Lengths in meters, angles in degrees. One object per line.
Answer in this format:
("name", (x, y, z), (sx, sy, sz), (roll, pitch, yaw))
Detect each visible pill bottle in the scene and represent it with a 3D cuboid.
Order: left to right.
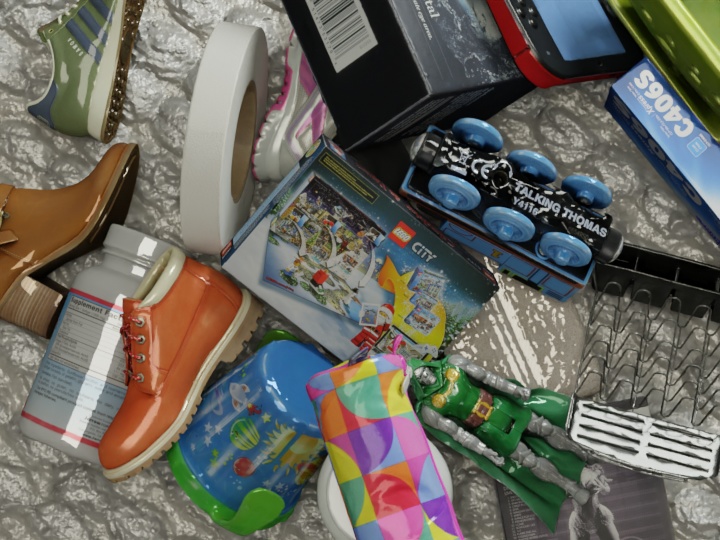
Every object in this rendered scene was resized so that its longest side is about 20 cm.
("pill bottle", (-0.218, 0.067, 1.668), (0.108, 0.109, 0.201), (20, 85, 6))
("pill bottle", (0.022, 0.187, 1.592), (0.113, 0.200, 0.115), (0, 83, 3))

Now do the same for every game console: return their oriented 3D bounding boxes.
("game console", (0.165, -0.244, 1.642), (0.031, 0.199, 0.178), (-27, 82, 34))

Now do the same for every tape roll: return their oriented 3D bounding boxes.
("tape roll", (-0.116, -0.113, 1.635), (0.037, 0.203, 0.205), (9, 84, 4))

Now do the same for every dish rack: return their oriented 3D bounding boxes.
("dish rack", (0.257, 0.081, 1.625), (0.152, 0.055, 0.201), (14, 56, 5))

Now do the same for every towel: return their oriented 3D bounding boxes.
("towel", (0.126, 0.037, 1.673), (0.132, 0.034, 0.201), (-22, 85, -10))

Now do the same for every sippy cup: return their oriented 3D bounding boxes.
("sippy cup", (-0.078, 0.131, 1.613), (0.130, 0.139, 0.179), (-46, 61, 35))

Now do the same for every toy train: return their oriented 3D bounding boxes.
("toy train", (0.125, -0.052, 1.612), (0.199, 0.114, 0.087), (26, 66, -6))

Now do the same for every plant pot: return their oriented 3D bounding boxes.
("plant pot", (0.334, -0.237, 1.620), (0.198, 0.182, 0.201), (-35, 82, -8))

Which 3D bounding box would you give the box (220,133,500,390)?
("box", (0.000, 0.000, 1.598), (0.200, 0.038, 0.137), (39, 102, -18))

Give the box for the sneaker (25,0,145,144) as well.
("sneaker", (-0.252, -0.220, 1.721), (0.089, 0.067, 0.202), (10, 83, 7))

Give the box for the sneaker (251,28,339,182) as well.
("sneaker", (-0.027, -0.165, 1.699), (0.088, 0.081, 0.202), (19, 94, 4))

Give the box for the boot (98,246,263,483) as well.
("boot", (-0.178, 0.078, 1.594), (0.107, 0.075, 0.201), (40, 72, -26))

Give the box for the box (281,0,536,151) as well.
("box", (0.047, -0.227, 1.626), (0.117, 0.199, 0.198), (-29, 81, 42))

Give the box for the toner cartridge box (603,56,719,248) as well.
("toner cartridge box", (0.294, -0.089, 1.657), (0.043, 0.095, 0.200), (-38, 82, 0))

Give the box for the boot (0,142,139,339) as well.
("boot", (-0.301, -0.055, 1.712), (0.155, 0.077, 0.201), (29, 94, 10))

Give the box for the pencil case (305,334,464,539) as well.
("pencil case", (0.023, 0.157, 1.454), (0.088, 0.088, 0.202), (-18, 84, 2))

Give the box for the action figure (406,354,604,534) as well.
("action figure", (0.118, 0.130, 1.616), (0.199, 0.055, 0.119), (30, 78, -16))

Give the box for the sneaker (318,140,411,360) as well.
("sneaker", (0.008, -0.023, 1.677), (0.074, 0.106, 0.202), (16, 119, 27))

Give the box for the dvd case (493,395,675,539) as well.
("dvd case", (0.200, 0.223, 1.669), (0.147, 0.016, 0.202), (-11, 84, 4))
